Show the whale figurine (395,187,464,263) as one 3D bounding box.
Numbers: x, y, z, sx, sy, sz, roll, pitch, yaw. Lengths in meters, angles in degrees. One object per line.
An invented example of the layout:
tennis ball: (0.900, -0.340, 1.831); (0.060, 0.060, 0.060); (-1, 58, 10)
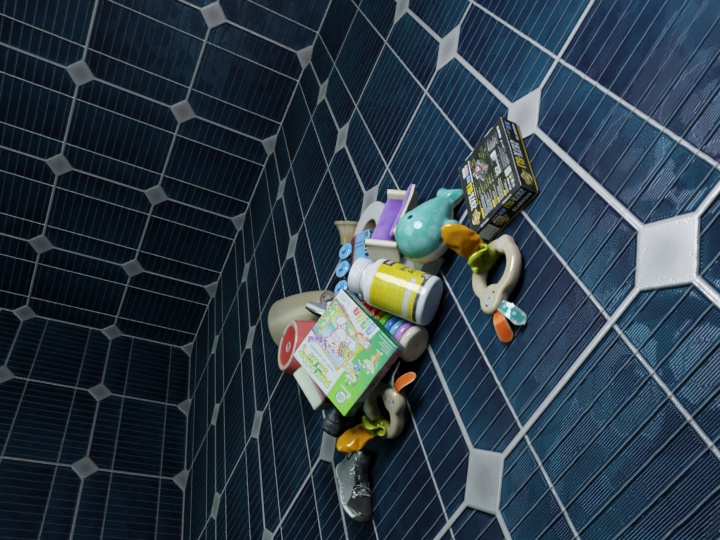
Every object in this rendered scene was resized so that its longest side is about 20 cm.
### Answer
whale figurine: (0.154, -0.116, 1.361); (0.158, 0.104, 0.201); (15, 66, 50)

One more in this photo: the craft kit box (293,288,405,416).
craft kit box: (-0.030, 0.181, 1.353); (0.200, 0.048, 0.199); (43, 106, 30)

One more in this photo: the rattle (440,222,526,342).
rattle: (0.226, 0.016, 1.127); (0.129, 0.142, 0.203); (-19, 50, 40)

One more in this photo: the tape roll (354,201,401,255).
tape roll: (0.048, -0.083, 1.664); (0.203, 0.070, 0.205); (-47, 35, 47)

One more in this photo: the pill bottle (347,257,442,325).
pill bottle: (0.074, 0.039, 1.357); (0.197, 0.111, 0.113); (19, 93, 25)

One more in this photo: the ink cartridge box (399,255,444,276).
ink cartridge box: (0.121, 0.031, 1.455); (0.203, 0.050, 0.109); (-67, 25, 19)

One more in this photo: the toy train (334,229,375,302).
toy train: (0.000, 0.000, 1.519); (0.113, 0.086, 0.203); (-21, 51, 39)

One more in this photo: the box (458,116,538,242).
box: (0.276, -0.187, 1.246); (0.160, 0.049, 0.203); (126, 149, -44)

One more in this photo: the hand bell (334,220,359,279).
hand bell: (-0.035, -0.043, 1.832); (0.104, 0.102, 0.204); (-178, 92, -66)

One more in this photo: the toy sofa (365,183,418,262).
toy sofa: (0.079, -0.122, 1.482); (0.099, 0.081, 0.202); (76, -152, -44)

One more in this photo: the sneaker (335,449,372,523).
sneaker: (-0.004, 0.483, 1.424); (0.117, 0.074, 0.200); (-65, 24, 14)

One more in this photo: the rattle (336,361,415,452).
rattle: (0.029, 0.298, 1.329); (0.201, 0.140, 0.132); (116, 146, -48)

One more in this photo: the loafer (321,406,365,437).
loafer: (-0.029, 0.351, 1.462); (0.067, 0.200, 0.071); (24, 93, 22)

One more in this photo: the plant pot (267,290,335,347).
plant pot: (-0.155, 0.142, 1.875); (0.199, 0.186, 0.190); (-29, 48, 40)

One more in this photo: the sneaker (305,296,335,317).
sneaker: (-0.054, 0.085, 1.704); (0.197, 0.084, 0.122); (14, 74, 26)

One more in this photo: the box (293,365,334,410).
box: (-0.039, 0.228, 1.449); (0.200, 0.127, 0.110); (-45, 64, 17)

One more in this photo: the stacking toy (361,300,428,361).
stacking toy: (0.064, 0.125, 1.401); (0.199, 0.085, 0.087); (34, 107, 43)

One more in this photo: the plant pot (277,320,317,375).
plant pot: (-0.130, 0.232, 1.734); (0.200, 0.175, 0.203); (-44, 38, 49)
